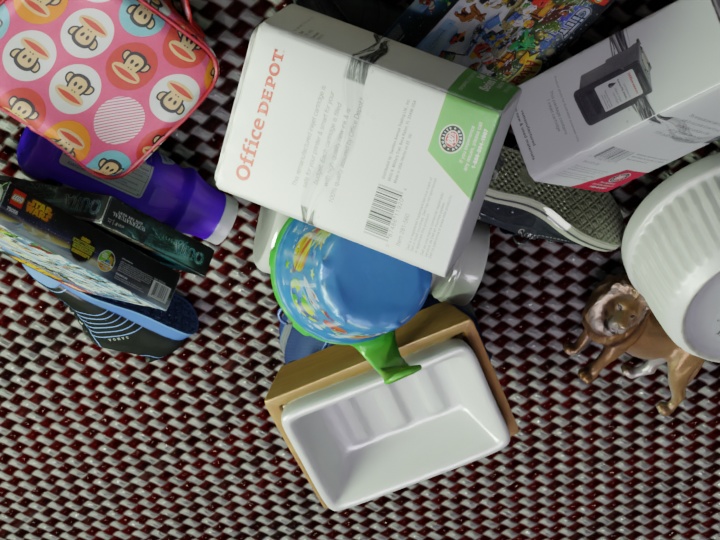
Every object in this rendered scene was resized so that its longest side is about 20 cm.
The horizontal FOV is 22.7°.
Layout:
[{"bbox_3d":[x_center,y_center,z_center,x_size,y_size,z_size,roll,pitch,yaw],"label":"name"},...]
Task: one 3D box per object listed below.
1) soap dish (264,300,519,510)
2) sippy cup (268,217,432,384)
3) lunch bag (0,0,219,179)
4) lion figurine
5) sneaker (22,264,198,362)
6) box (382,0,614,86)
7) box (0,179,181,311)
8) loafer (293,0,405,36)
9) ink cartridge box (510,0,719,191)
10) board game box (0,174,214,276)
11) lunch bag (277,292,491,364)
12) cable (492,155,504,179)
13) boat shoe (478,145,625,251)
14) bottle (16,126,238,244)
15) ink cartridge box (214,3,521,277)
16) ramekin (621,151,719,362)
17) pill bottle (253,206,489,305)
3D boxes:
[{"bbox_3d":[0.029,0.123,1.643,0.200,0.081,0.157,-22,129,5],"label":"soap dish"},{"bbox_3d":[0.000,0.000,1.511,0.178,0.140,0.130,33,175,-11],"label":"sippy cup"},{"bbox_3d":[-0.218,-0.188,1.469,0.176,0.082,0.200,-44,125,12],"label":"lunch bag"},{"bbox_3d":[0.286,0.069,1.780,0.200,0.073,0.123,18,126,-38],"label":"lion figurine"},{"bbox_3d":[-0.258,0.034,1.760,0.200,0.070,0.078,31,127,-29],"label":"sneaker"},{"bbox_3d":[0.104,-0.195,1.440,0.137,0.038,0.200,13,133,-42],"label":"box"},{"bbox_3d":[-0.271,-0.026,1.543,0.137,0.040,0.200,10,164,44],"label":"box"},{"bbox_3d":[0.003,-0.202,1.476,0.070,0.068,0.201,-25,138,17],"label":"loafer"},{"bbox_3d":[0.242,-0.144,1.470,0.200,0.083,0.145,-27,164,29],"label":"ink cartridge box"},{"bbox_3d":[-0.245,-0.044,1.603,0.200,0.028,0.135,12,168,42],"label":"board game box"},{"bbox_3d":[0.014,0.067,1.733,0.200,0.132,0.136,17,122,-23],"label":"lunch bag"},{"bbox_3d":[0.040,-0.094,1.551,0.200,0.050,0.097,22,162,35],"label":"cable"},{"bbox_3d":[0.154,-0.064,1.619,0.200,0.075,0.062,18,151,-27],"label":"boat shoe"},{"bbox_3d":[-0.207,-0.082,1.612,0.200,0.084,0.065,24,99,-22],"label":"bottle"},{"bbox_3d":[0.004,-0.104,1.394,0.200,0.084,0.146,22,115,8],"label":"ink cartridge box"},{"bbox_3d":[0.347,-0.006,1.616,0.200,0.105,0.200,-10,139,-9],"label":"ramekin"},{"bbox_3d":[0.011,-0.031,1.636,0.200,0.113,0.113,14,138,-12],"label":"pill bottle"}]
